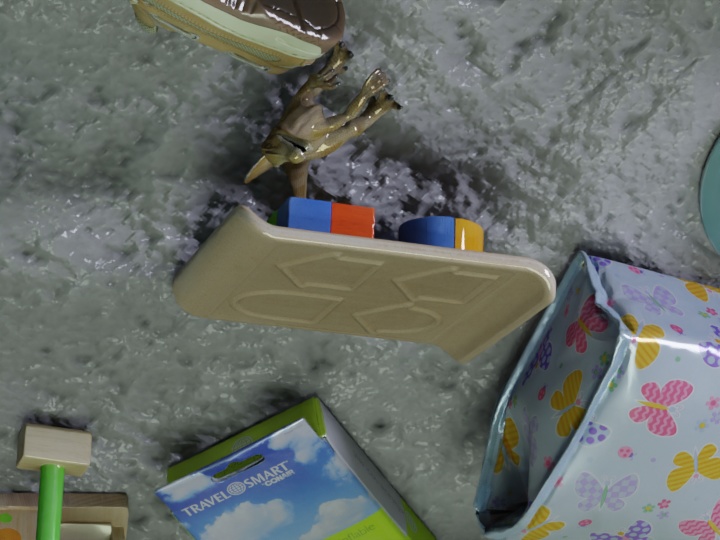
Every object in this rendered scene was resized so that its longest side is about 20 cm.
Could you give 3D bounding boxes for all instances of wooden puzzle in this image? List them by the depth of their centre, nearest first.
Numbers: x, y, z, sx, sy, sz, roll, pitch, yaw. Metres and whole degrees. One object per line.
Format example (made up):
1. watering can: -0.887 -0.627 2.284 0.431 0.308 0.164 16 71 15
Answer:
1. wooden puzzle: 0.000 0.000 1.667 0.199 0.046 0.185 12 161 -14

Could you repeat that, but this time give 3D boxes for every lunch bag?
1. lunch bag: 0.181 0.105 1.779 0.169 0.127 0.200 13 118 -22

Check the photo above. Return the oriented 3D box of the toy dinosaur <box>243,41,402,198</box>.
1. toy dinosaur: -0.031 -0.084 1.611 0.101 0.200 0.058 -44 83 -4

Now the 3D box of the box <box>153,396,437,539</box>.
1. box: -0.041 0.169 1.846 0.122 0.048 0.200 -27 129 13

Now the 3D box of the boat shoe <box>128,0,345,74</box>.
1. boat shoe: -0.108 -0.162 1.539 0.200 0.072 0.076 30 138 -24

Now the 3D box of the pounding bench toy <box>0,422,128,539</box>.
1. pounding bench toy: -0.212 0.219 1.789 0.124 0.156 0.200 2 130 -11

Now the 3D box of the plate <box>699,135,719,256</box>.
1. plate: 0.315 -0.053 1.728 0.199 0.026 0.201 -4 131 -5
